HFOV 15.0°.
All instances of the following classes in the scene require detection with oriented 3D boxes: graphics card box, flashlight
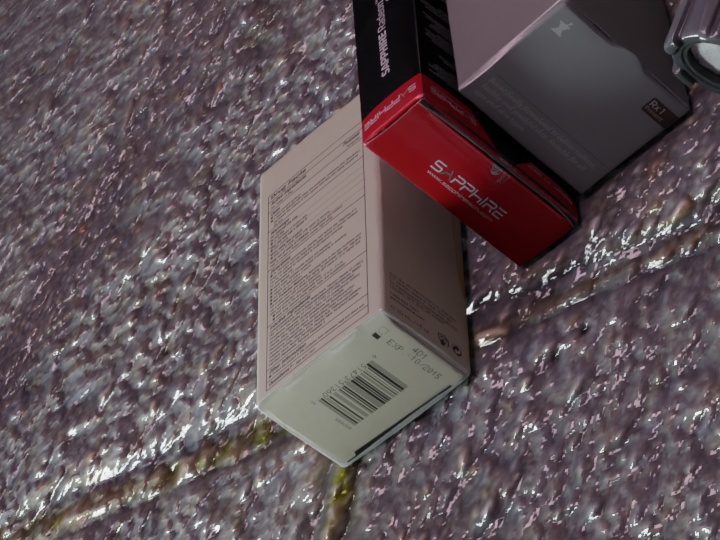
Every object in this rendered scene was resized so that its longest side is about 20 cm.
[{"bbox_3d":[0.055,-0.107,1.516,0.051,0.125,0.201,-39,32,26],"label":"graphics card box"},{"bbox_3d":[0.220,-0.184,1.416,0.068,0.068,0.201,-12,49,55],"label":"flashlight"}]

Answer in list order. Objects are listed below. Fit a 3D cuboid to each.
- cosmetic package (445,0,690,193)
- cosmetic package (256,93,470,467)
[{"bbox_3d":[0.108,-0.149,1.506,0.090,0.107,0.200,-37,30,26],"label":"cosmetic package"},{"bbox_3d":[0.000,0.000,1.534,0.105,0.071,0.201,-37,32,29],"label":"cosmetic package"}]
